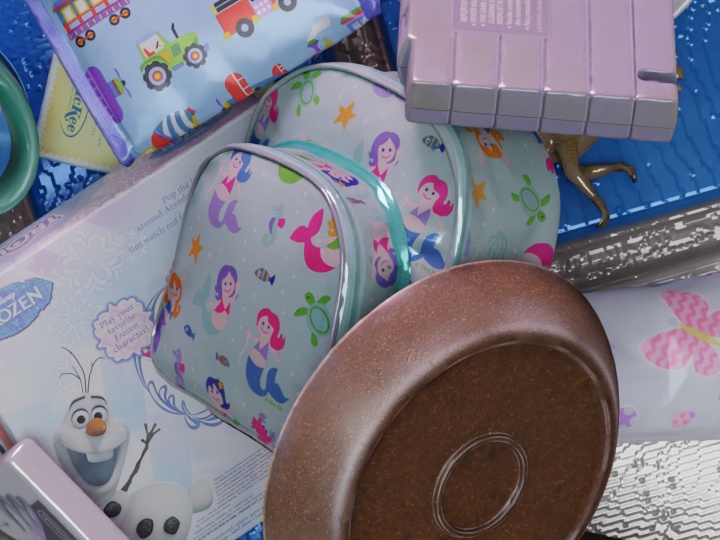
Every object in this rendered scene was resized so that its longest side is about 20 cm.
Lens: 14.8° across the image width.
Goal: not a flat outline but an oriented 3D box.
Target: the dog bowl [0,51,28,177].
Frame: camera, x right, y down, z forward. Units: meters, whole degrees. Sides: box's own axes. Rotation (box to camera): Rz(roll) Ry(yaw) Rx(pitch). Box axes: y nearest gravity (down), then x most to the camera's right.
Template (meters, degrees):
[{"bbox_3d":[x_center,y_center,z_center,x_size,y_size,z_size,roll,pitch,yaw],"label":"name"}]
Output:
[{"bbox_3d":[-0.263,-0.106,1.463,0.200,0.050,0.112,36,98,-6],"label":"dog bowl"}]

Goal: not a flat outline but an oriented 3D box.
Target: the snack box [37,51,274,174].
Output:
[{"bbox_3d":[-0.093,-0.141,1.434,0.116,0.037,0.200,13,113,-7],"label":"snack box"}]

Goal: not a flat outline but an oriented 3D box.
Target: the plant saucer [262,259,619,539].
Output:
[{"bbox_3d":[0.047,0.093,1.279,0.200,0.034,0.201,-17,122,-29],"label":"plant saucer"}]

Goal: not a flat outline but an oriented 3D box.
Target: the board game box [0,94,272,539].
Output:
[{"bbox_3d":[-0.092,0.042,1.441,0.200,0.043,0.199,-33,114,-10],"label":"board game box"}]

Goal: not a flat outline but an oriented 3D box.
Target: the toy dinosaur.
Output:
[{"bbox_3d":[0.075,-0.064,1.474,0.200,0.058,0.101,-8,84,-6],"label":"toy dinosaur"}]

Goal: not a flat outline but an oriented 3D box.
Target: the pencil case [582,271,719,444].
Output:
[{"bbox_3d":[0.119,0.056,1.446,0.200,0.083,0.091,-10,78,-14],"label":"pencil case"}]

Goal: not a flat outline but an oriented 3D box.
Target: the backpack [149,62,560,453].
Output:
[{"bbox_3d":[0.000,0.000,1.336,0.150,0.177,0.200,11,103,-43],"label":"backpack"}]

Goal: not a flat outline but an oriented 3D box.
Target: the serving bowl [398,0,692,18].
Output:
[{"bbox_3d":[0.094,-0.207,1.435,0.200,0.066,0.200,0,100,0],"label":"serving bowl"}]

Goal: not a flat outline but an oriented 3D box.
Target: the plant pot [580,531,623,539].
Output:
[{"bbox_3d":[0.120,0.215,1.461,0.200,0.187,0.187,28,99,11],"label":"plant pot"}]

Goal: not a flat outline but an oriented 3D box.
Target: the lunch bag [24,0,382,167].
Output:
[{"bbox_3d":[-0.099,-0.178,1.362,0.150,0.094,0.200,-30,98,10],"label":"lunch bag"}]

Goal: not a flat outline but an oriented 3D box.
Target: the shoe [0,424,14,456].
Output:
[{"bbox_3d":[-0.200,0.026,1.461,0.091,0.071,0.200,-34,113,-6],"label":"shoe"}]

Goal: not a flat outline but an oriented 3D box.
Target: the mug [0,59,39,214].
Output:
[{"bbox_3d":[-0.253,-0.106,1.373,0.152,0.185,0.115,27,94,29],"label":"mug"}]

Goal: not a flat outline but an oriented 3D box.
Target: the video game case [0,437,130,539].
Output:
[{"bbox_3d":[-0.149,0.192,1.462,0.200,0.182,0.023,46,53,-6],"label":"video game case"}]

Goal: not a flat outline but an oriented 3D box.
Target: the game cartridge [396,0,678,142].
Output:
[{"bbox_3d":[0.084,-0.137,1.325,0.129,0.200,0.038,2,133,3],"label":"game cartridge"}]
